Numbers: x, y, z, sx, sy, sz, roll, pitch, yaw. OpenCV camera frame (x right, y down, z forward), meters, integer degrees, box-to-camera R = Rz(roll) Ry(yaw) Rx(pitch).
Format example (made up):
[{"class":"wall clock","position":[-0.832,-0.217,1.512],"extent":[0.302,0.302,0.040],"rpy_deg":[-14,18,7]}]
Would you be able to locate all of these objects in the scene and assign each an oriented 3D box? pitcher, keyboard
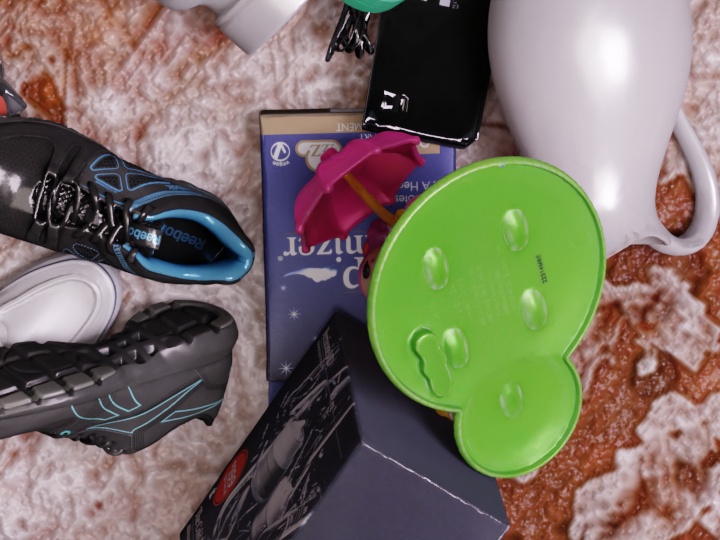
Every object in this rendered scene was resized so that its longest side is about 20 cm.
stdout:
[{"class":"pitcher","position":[0.155,-0.104,1.549],"extent":[0.171,0.121,0.200],"rpy_deg":[-3,92,-46]},{"class":"keyboard","position":[0.036,-0.179,1.563],"extent":[0.104,0.040,0.200],"rpy_deg":[11,87,-17]}]

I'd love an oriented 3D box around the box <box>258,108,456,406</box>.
[{"class":"box","position":[0.000,0.000,1.593],"extent":[0.121,0.032,0.200],"rpy_deg":[-2,100,-3]}]

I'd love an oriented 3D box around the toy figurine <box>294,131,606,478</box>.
[{"class":"toy figurine","position":[0.037,-0.001,1.495],"extent":[0.150,0.184,0.200],"rpy_deg":[-27,121,-17]}]

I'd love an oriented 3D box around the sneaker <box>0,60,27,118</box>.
[{"class":"sneaker","position":[-0.240,-0.080,1.547],"extent":[0.082,0.077,0.200],"rpy_deg":[-4,100,-9]}]

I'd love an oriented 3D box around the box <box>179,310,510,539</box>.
[{"class":"box","position":[-0.016,0.152,1.514],"extent":[0.104,0.200,0.182],"rpy_deg":[32,104,-16]}]

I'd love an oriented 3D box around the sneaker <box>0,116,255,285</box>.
[{"class":"sneaker","position":[-0.153,-0.040,1.527],"extent":[0.200,0.082,0.073],"rpy_deg":[14,98,-24]}]

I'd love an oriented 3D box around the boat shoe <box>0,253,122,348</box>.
[{"class":"boat shoe","position":[-0.227,0.065,1.573],"extent":[0.200,0.065,0.074],"rpy_deg":[-42,98,4]}]

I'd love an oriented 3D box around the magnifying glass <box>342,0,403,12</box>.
[{"class":"magnifying glass","position":[-0.015,-0.244,1.512],"extent":[0.080,0.022,0.200],"rpy_deg":[0,69,-41]}]

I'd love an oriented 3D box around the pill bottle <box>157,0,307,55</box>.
[{"class":"pill bottle","position":[-0.109,-0.224,1.509],"extent":[0.200,0.111,0.111],"rpy_deg":[44,95,-8]}]

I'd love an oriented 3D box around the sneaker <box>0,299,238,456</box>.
[{"class":"sneaker","position":[-0.157,0.079,1.545],"extent":[0.200,0.075,0.079],"rpy_deg":[-15,120,-34]}]
